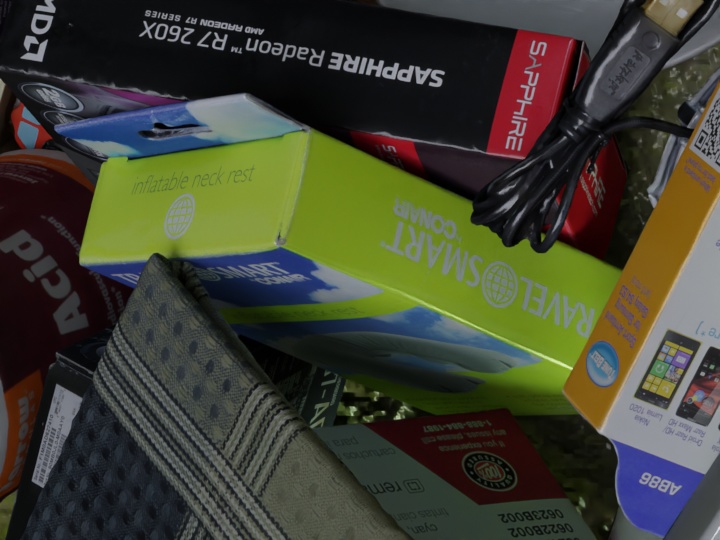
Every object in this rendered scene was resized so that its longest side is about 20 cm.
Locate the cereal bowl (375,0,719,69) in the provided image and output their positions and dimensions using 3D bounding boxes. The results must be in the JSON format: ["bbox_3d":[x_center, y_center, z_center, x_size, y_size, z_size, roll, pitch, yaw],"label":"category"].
[{"bbox_3d":[0.074,-0.170,0.966,0.200,0.083,0.200,11,121,19],"label":"cereal bowl"}]

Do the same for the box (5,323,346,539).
[{"bbox_3d":[-0.076,0.104,1.089,0.043,0.160,0.200,27,117,21],"label":"box"}]

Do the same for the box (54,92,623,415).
[{"bbox_3d":[0.000,0.000,0.992,0.122,0.200,0.048,-5,66,52],"label":"box"}]

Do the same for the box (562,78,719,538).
[{"bbox_3d":[0.150,-0.003,0.895,0.119,0.041,0.200,22,104,-22],"label":"box"}]

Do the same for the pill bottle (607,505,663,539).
[{"bbox_3d":[0.133,0.134,1.032,0.112,0.112,0.200,23,115,16],"label":"pill bottle"}]

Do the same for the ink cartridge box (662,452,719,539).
[{"bbox_3d":[0.174,0.139,0.852,0.200,0.088,0.145,30,113,2],"label":"ink cartridge box"}]

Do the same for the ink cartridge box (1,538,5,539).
[{"bbox_3d":[-0.189,0.214,1.223,0.200,0.083,0.146,-25,95,29],"label":"ink cartridge box"}]

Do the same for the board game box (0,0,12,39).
[{"bbox_3d":[-0.121,-0.175,1.018,0.032,0.120,0.201,11,98,17],"label":"board game box"}]

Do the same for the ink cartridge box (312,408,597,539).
[{"bbox_3d":[0.018,0.171,0.974,0.200,0.145,0.145,56,130,31],"label":"ink cartridge box"}]

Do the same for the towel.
[{"bbox_3d":[-0.046,0.124,0.919,0.200,0.034,0.193,48,123,40],"label":"towel"}]

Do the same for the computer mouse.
[{"bbox_3d":[0.120,-0.044,0.946,0.044,0.200,0.110,38,104,36],"label":"computer mouse"}]

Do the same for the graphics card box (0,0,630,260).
[{"bbox_3d":[-0.014,-0.053,1.002,0.200,0.125,0.051,12,75,15],"label":"graphics card box"}]

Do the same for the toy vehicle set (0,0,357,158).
[{"bbox_3d":[-0.085,-0.050,1.119,0.124,0.027,0.200,26,116,15],"label":"toy vehicle set"}]

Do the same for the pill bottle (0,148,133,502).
[{"bbox_3d":[-0.157,0.034,1.050,0.114,0.200,0.114,8,111,22],"label":"pill bottle"}]
